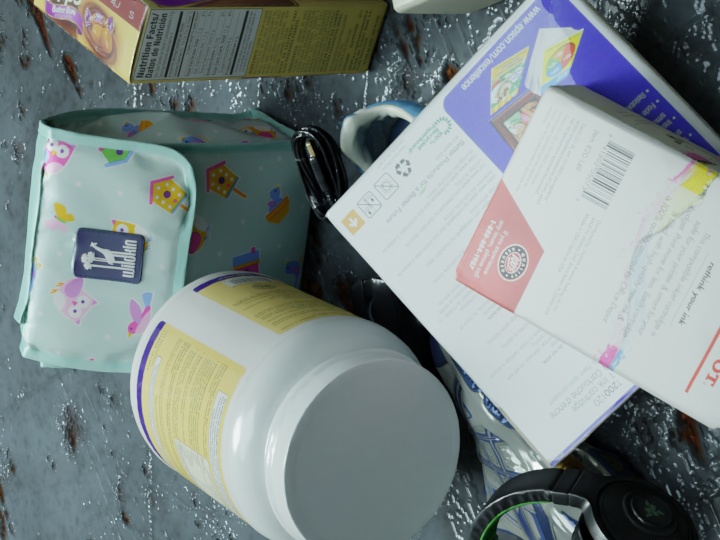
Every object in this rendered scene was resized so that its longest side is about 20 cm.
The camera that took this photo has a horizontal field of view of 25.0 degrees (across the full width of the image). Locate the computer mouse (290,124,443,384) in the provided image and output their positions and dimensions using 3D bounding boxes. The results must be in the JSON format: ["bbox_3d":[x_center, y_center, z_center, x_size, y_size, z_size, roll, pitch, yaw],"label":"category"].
[{"bbox_3d":[0.000,0.000,1.051,0.059,0.034,0.201,-10,111,55],"label":"computer mouse"}]

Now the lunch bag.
[{"bbox_3d":[-0.140,-0.023,1.122,0.122,0.199,0.171,28,115,47],"label":"lunch bag"}]

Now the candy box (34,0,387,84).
[{"bbox_3d":[-0.095,-0.173,1.054,0.117,0.199,0.057,40,123,36],"label":"candy box"}]

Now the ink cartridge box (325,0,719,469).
[{"bbox_3d":[0.111,-0.027,0.913,0.198,0.043,0.200,-46,78,20],"label":"ink cartridge box"}]

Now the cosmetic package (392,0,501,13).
[{"bbox_3d":[0.102,-0.223,0.927,0.200,0.073,0.104,-13,86,48],"label":"cosmetic package"}]

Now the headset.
[{"bbox_3d":[0.147,0.179,0.877,0.199,0.094,0.124,6,118,26],"label":"headset"}]

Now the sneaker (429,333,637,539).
[{"bbox_3d":[0.093,0.115,0.989,0.200,0.075,0.088,55,131,27],"label":"sneaker"}]

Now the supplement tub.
[{"bbox_3d":[-0.044,0.089,1.019,0.200,0.145,0.146,23,113,55],"label":"supplement tub"}]

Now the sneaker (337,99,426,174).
[{"bbox_3d":[0.066,-0.053,0.995,0.200,0.072,0.072,26,113,41],"label":"sneaker"}]

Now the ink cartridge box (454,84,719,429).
[{"bbox_3d":[0.165,0.000,0.836,0.200,0.067,0.117,31,106,17],"label":"ink cartridge box"}]
